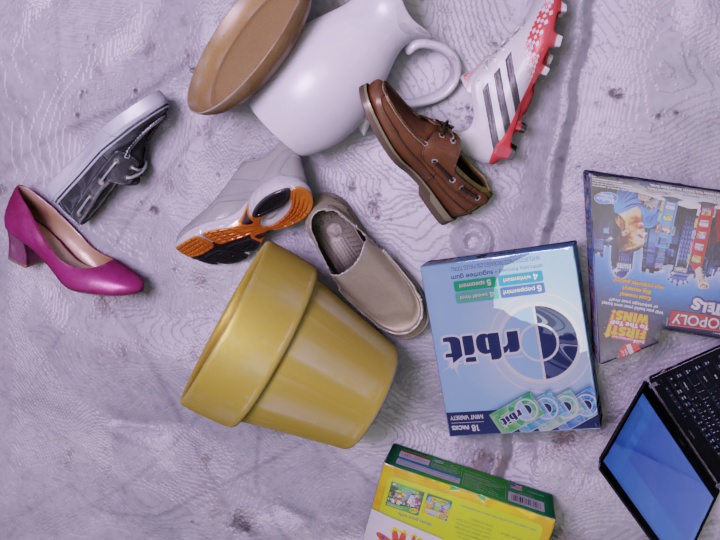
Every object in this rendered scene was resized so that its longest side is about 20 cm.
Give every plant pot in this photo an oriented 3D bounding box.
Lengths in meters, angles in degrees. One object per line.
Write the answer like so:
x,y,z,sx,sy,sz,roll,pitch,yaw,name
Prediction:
-0.069,0.099,0.883,0.189,0.201,0.201,30,103,-9,plant pot
-0.114,-0.245,0.851,0.027,0.200,0.200,33,106,-32,plant pot

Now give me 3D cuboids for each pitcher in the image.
-0.004,-0.205,0.864,0.200,0.121,0.172,-44,111,10,pitcher

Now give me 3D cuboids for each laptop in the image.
0.369,0.188,0.823,0.200,0.103,0.177,-30,110,22,laptop

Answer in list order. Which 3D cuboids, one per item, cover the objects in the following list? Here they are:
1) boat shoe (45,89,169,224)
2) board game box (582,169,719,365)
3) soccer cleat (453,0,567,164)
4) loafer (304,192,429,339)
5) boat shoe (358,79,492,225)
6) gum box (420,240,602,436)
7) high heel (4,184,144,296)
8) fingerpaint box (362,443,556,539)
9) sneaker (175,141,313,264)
-0.287,-0.131,0.954,0.200,0.072,0.071,-37,99,24,boat shoe
0.321,0.008,0.851,0.199,0.062,0.200,10,102,9,board game box
0.154,-0.212,0.849,0.085,0.069,0.200,20,106,3,soccer cleat
0.000,0.000,0.909,0.076,0.068,0.200,-42,89,14,loafer
0.072,-0.132,0.835,0.068,0.072,0.200,-23,137,22,boat shoe
0.167,0.079,0.888,0.170,0.045,0.201,-7,98,21,gum box
-0.349,-0.034,0.971,0.200,0.067,0.096,16,112,12,high heel
0.106,0.317,0.933,0.200,0.073,0.167,16,100,9,fingerpaint box
-0.136,-0.077,0.933,0.200,0.076,0.092,-25,54,28,sneaker
